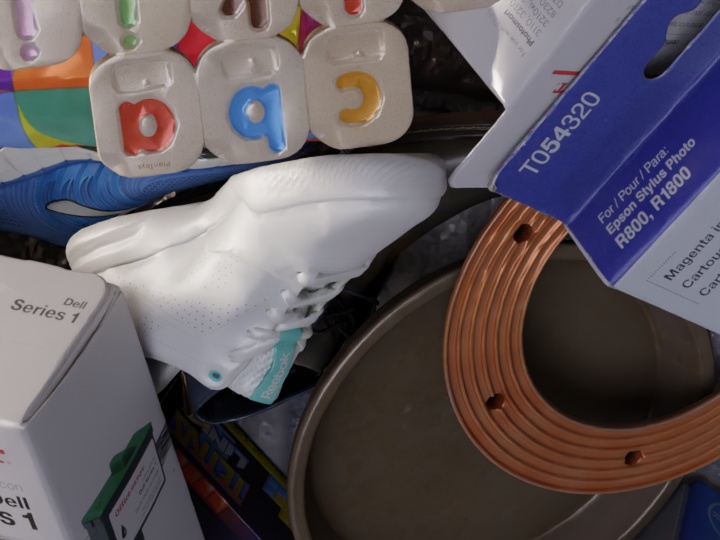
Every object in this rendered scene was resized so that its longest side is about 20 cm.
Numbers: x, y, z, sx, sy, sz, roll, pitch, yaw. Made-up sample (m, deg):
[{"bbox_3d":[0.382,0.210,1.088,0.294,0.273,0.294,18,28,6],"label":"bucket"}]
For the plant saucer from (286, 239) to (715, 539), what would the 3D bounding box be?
[{"bbox_3d":[0.058,0.067,1.182,0.200,0.029,0.200,-13,129,-17],"label":"plant saucer"}]

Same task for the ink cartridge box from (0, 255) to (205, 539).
[{"bbox_3d":[-0.155,0.089,1.153,0.146,0.084,0.200,10,138,26],"label":"ink cartridge box"}]

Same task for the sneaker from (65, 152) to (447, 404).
[{"bbox_3d":[-0.036,0.007,1.101,0.200,0.075,0.089,-19,78,45],"label":"sneaker"}]

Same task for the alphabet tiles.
[{"bbox_3d":[-0.046,-0.132,0.996,0.200,0.015,0.196,-8,114,-5],"label":"alphabet tiles"}]

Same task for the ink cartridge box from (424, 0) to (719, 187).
[{"bbox_3d":[0.104,-0.124,1.066,0.068,0.115,0.200,53,122,26],"label":"ink cartridge box"}]

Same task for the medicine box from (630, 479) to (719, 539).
[{"bbox_3d":[0.181,0.222,1.196,0.200,0.182,0.103,36,119,-7],"label":"medicine box"}]

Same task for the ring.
[{"bbox_3d":[0.124,0.008,1.142,0.200,0.019,0.201,-12,126,-17],"label":"ring"}]

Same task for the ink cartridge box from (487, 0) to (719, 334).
[{"bbox_3d":[0.184,-0.057,1.070,0.200,0.043,0.196,21,121,-36],"label":"ink cartridge box"}]

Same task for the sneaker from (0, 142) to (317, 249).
[{"bbox_3d":[-0.109,-0.057,1.173,0.200,0.079,0.089,-5,155,14],"label":"sneaker"}]

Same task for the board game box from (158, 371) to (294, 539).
[{"bbox_3d":[-0.148,0.119,1.294,0.200,0.057,0.165,-36,103,27],"label":"board game box"}]

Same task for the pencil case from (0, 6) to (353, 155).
[{"bbox_3d":[-0.097,-0.087,1.089,0.200,0.088,0.088,0,117,13],"label":"pencil case"}]

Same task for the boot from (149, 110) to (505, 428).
[{"bbox_3d":[0.000,0.000,1.164,0.200,0.097,0.075,-18,156,28],"label":"boot"}]
